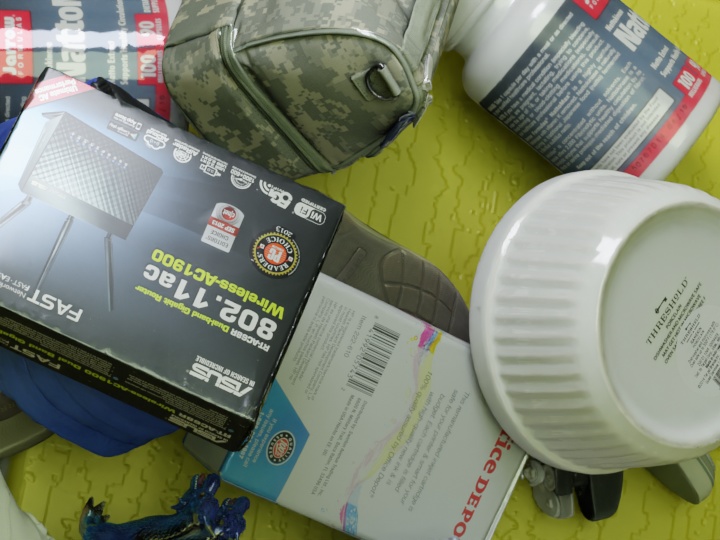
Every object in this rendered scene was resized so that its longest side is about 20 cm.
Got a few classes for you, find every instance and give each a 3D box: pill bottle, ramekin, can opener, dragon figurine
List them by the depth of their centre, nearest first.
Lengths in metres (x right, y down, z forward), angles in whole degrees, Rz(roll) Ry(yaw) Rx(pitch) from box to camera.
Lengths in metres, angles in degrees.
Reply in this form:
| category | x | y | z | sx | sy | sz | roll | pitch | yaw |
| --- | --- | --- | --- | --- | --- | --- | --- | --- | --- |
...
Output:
| category | x | y | z | sx | sy | sz | roll | pitch | yaw |
| --- | --- | --- | --- | --- | --- | --- | --- | --- | --- |
| dragon figurine | -0.155 | 0.198 | 1.449 | 0.200 | 0.099 | 0.059 | -48 | 119 | -22 |
| ramekin | 0.179 | 0.033 | 1.518 | 0.200 | 0.105 | 0.201 | 0 | 89 | -35 |
| pill bottle | -0.218 | -0.129 | 1.554 | 0.199 | 0.120 | 0.120 | -1 | 79 | -14 |
| can opener | 0.136 | 0.074 | 1.605 | 0.066 | 0.053 | 0.201 | -13 | 104 | -24 |
| pill bottle | 0.141 | -0.144 | 1.637 | 0.200 | 0.120 | 0.120 | 39 | 73 | -4 |

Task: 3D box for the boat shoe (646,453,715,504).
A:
| category | x | y | z | sx | sy | sz | roll | pitch | yaw |
| --- | --- | --- | --- | --- | --- | --- | --- | --- | --- |
| boat shoe | 0.197 | 0.066 | 1.642 | 0.071 | 0.070 | 0.201 | -34 | 86 | -14 |

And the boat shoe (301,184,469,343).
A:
| category | x | y | z | sx | sy | sz | roll | pitch | yaw |
| --- | --- | --- | --- | --- | --- | --- | --- | --- | --- |
| boat shoe | 0.000 | 0.000 | 1.600 | 0.075 | 0.073 | 0.200 | -47 | 118 | 1 |

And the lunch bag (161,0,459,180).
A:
| category | x | y | z | sx | sy | sz | roll | pitch | yaw |
| --- | --- | --- | --- | --- | --- | --- | --- | --- | --- |
| lunch bag | -0.014 | -0.163 | 1.511 | 0.139 | 0.167 | 0.200 | 49 | 41 | -30 |

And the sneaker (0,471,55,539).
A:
| category | x | y | z | sx | sy | sz | roll | pitch | yaw |
| --- | --- | --- | --- | --- | --- | --- | --- | --- | --- |
| sneaker | -0.216 | 0.200 | 1.508 | 0.087 | 0.074 | 0.201 | -27 | 108 | -32 |

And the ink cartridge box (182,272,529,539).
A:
| category | x | y | z | sx | sy | sz | roll | pitch | yaw |
| --- | --- | --- | --- | --- | --- | --- | --- | --- | --- |
| ink cartridge box | 0.007 | 0.097 | 1.539 | 0.200 | 0.085 | 0.145 | 26 | 89 | -25 |

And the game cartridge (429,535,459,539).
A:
| category | x | y | z | sx | sy | sz | roll | pitch | yaw |
| --- | --- | --- | --- | --- | --- | --- | --- | --- | --- |
| game cartridge | -0.018 | 0.227 | 1.519 | 0.199 | 0.133 | 0.041 | -10 | 63 | -4 |

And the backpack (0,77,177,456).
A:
| category | x | y | z | sx | sy | sz | roll | pitch | yaw |
| --- | --- | --- | --- | --- | --- | --- | --- | --- | --- |
| backpack | -0.164 | 0.016 | 1.483 | 0.162 | 0.168 | 0.201 | 28 | 44 | -47 |

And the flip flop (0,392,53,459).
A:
| category | x | y | z | sx | sy | sz | roll | pitch | yaw |
| --- | --- | --- | --- | --- | --- | --- | --- | --- | --- |
| flip flop | -0.273 | 0.112 | 1.522 | 0.200 | 0.058 | 0.081 | -27 | 89 | -20 |

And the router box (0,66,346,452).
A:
| category | x | y | z | sx | sy | sz | roll | pitch | yaw |
| --- | --- | --- | --- | --- | --- | --- | --- | --- | --- |
| router box | -0.127 | -0.006 | 1.348 | 0.199 | 0.062 | 0.150 | 24 | 65 | -4 |
